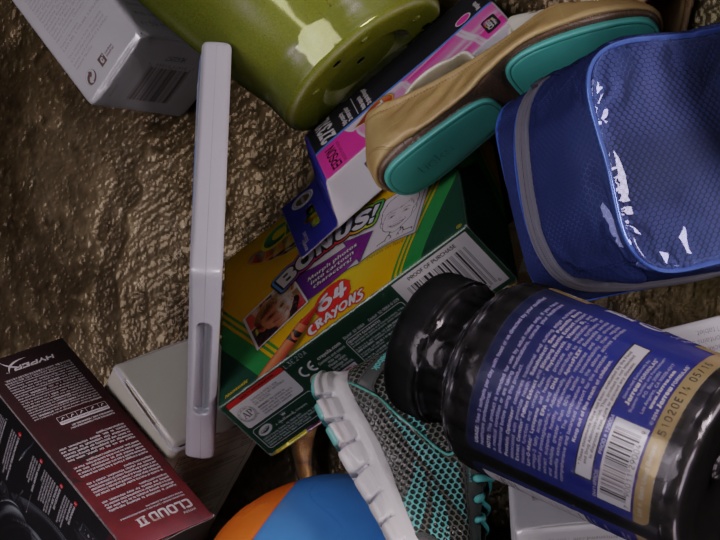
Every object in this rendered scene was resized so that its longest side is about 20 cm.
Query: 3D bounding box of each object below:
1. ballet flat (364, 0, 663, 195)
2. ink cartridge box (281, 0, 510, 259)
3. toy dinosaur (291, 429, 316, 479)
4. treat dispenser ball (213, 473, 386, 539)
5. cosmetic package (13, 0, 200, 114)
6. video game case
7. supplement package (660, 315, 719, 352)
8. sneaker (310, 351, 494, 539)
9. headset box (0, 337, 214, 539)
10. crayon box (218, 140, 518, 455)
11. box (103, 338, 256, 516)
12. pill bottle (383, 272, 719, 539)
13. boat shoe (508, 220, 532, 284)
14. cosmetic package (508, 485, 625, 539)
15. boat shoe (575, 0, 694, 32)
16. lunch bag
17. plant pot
[{"bbox_3d":[0.084,-0.119,1.255,0.199,0.069,0.063,-29,50,13],"label":"ballet flat"},{"bbox_3d":[0.021,-0.097,1.351,0.200,0.037,0.095,-43,23,8],"label":"ink cartridge box"},{"bbox_3d":[-0.041,0.086,1.444,0.106,0.060,0.201,14,97,36],"label":"toy dinosaur"},{"bbox_3d":[-0.012,0.230,1.326,0.200,0.200,0.202,-2,87,38],"label":"treat dispenser ball"},{"bbox_3d":[-0.196,-0.207,1.542,0.074,0.101,0.200,-50,62,24],"label":"cosmetic package"},{"bbox_3d":[-0.099,-0.013,1.343,0.183,0.022,0.201,97,174,-48],"label":"video game case"},{"bbox_3d":[0.231,0.128,1.199,0.113,0.109,0.201,-17,78,36],"label":"supplement package"},{"bbox_3d":[0.049,0.128,1.224,0.091,0.078,0.201,-29,72,0],"label":"sneaker"},{"bbox_3d":[-0.186,0.170,1.388,0.200,0.077,0.149,44,134,28],"label":"headset box"},{"bbox_3d":[0.000,0.000,1.337,0.200,0.058,0.173,-36,28,18],"label":"crayon box"},{"bbox_3d":[-0.146,0.143,1.463,0.078,0.095,0.200,51,135,23],"label":"box"},{"bbox_3d":[0.116,0.073,1.143,0.199,0.112,0.112,23,102,32],"label":"pill bottle"},{"bbox_3d":[0.047,0.040,1.366,0.072,0.076,0.200,51,117,28],"label":"boat shoe"},{"bbox_3d":[0.128,0.210,1.231,0.074,0.102,0.201,-5,115,4],"label":"cosmetic package"},{"bbox_3d":[0.164,-0.118,1.284,0.069,0.074,0.201,14,96,43],"label":"boat shoe"},{"bbox_3d":[0.185,-0.062,1.195,0.132,0.199,0.137,-20,79,64],"label":"lunch bag"},{"bbox_3d":[-0.053,-0.204,1.398,0.200,0.200,0.193,-45,74,27],"label":"plant pot"}]
